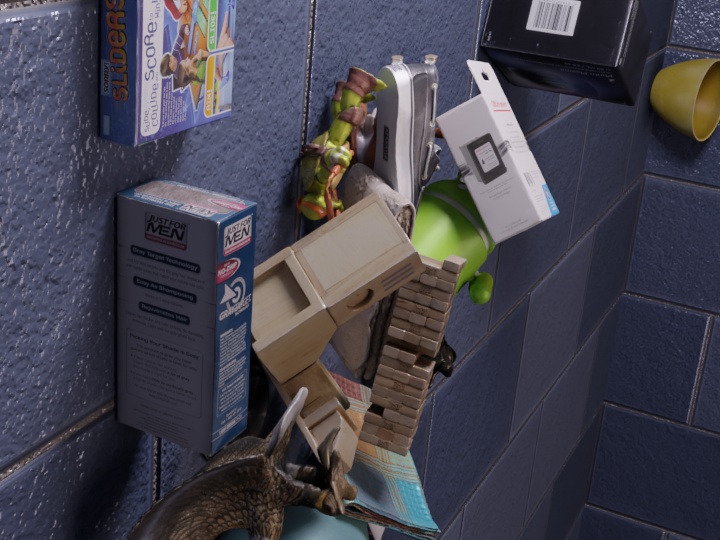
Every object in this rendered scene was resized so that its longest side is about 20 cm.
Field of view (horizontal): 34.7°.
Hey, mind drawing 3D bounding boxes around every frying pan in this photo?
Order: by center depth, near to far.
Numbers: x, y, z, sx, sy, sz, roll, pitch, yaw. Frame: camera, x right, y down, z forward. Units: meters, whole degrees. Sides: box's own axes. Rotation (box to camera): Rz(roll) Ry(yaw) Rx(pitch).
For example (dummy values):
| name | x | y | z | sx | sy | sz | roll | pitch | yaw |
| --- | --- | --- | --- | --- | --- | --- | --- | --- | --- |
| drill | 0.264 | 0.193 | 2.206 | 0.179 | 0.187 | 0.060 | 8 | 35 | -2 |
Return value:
| name | x | y | z | sx | sy | sz | roll | pitch | yaw |
| --- | --- | --- | --- | --- | --- | --- | --- | --- | --- |
| frying pan | -0.132 | 0.174 | 1.138 | 0.115 | 0.031 | 0.193 | 41 | 62 | -65 |

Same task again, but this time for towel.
| name | x | y | z | sx | sy | sz | roll | pitch | yaw |
| --- | --- | --- | --- | --- | --- | --- | --- | --- | --- |
| towel | 0.000 | 0.000 | 1.213 | 0.034 | 0.133 | 0.203 | 2 | 112 | -27 |
| towel | 0.007 | 0.192 | 1.245 | 0.146 | 0.201 | 0.022 | 27 | 119 | -36 |

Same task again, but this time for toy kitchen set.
| name | x | y | z | sx | sy | sz | roll | pitch | yaw |
| --- | --- | --- | --- | --- | --- | --- | --- | --- | --- |
| toy kitchen set | 0.001 | 0.077 | 1.118 | 0.179 | 0.164 | 0.201 | -32 | 150 | -2 |

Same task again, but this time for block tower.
| name | x | y | z | sx | sy | sz | roll | pitch | yaw |
| --- | --- | --- | --- | --- | --- | --- | --- | --- | --- |
| block tower | 0.052 | 0.079 | 1.166 | 0.054 | 0.057 | 0.203 | -34 | 142 | -77 |

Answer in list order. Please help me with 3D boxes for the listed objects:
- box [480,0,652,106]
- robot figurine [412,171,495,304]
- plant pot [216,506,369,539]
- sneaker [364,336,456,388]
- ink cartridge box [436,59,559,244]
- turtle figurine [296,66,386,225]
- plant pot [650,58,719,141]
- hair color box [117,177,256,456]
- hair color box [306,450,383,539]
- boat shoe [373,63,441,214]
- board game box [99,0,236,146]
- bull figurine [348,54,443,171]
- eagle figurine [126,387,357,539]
| name | x | y | z | sx | sy | sz | roll | pitch | yaw |
| --- | --- | --- | --- | --- | --- | --- | --- | --- | --- |
| box | 0.299 | -0.330 | 1.649 | 0.198 | 0.197 | 0.125 | 19 | 85 | -68 |
| robot figurine | 0.087 | -0.026 | 1.395 | 0.200 | 0.175 | 0.116 | -47 | -176 | -19 |
| plant pot | -0.070 | 0.312 | 1.169 | 0.189 | 0.197 | 0.202 | -77 | 165 | -45 |
| sneaker | 0.079 | 0.065 | 1.472 | 0.076 | 0.113 | 0.203 | 14 | 88 | -70 |
| ink cartridge box | 0.154 | -0.140 | 1.356 | 0.202 | 0.066 | 0.116 | 65 | 21 | 2 |
| turtle figurine | -0.029 | -0.114 | 1.164 | 0.200 | 0.064 | 0.163 | 97 | 12 | -78 |
| plant pot | 0.806 | -0.437 | 2.866 | 0.199 | 0.141 | 0.203 | -28 | 128 | -43 |
| hair color box | -0.141 | 0.037 | 0.932 | 0.060 | 0.099 | 0.203 | -34 | 134 | -57 |
| hair color box | -0.003 | 0.249 | 1.427 | 0.201 | 0.060 | 0.101 | 72 | 38 | -52 |
| boat shoe | 0.053 | -0.118 | 1.214 | 0.067 | 0.072 | 0.203 | -9 | 112 | -22 |
| board game box | -0.141 | -0.206 | 0.870 | 0.135 | 0.034 | 0.203 | -32 | 131 | -59 |
| bull figurine | 0.044 | -0.173 | 1.304 | 0.200 | 0.064 | 0.123 | -47 | 143 | -52 |
| eagle figurine | -0.107 | 0.203 | 0.990 | 0.152 | 0.197 | 0.153 | -93 | 173 | -45 |
